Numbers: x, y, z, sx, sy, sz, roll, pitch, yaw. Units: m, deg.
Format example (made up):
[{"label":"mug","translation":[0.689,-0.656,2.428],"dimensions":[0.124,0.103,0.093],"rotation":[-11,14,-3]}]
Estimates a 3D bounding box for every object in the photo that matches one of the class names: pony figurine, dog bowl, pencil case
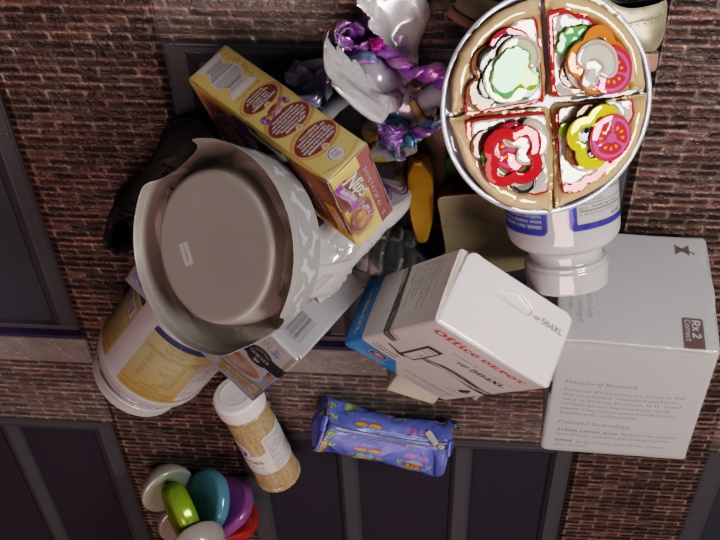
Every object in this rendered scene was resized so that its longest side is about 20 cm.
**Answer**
[{"label":"pony figurine","translation":[0.019,-0.180,1.026],"dimensions":[0.193,0.167,0.200],"rotation":[39,150,-29]},{"label":"dog bowl","translation":[-0.122,-0.024,1.020],"dimensions":[0.200,0.200,0.059],"rotation":[-33,167,35]},{"label":"pencil case","translation":[0.032,0.225,1.491],"dimensions":[0.200,0.078,0.087],"rotation":[12,166,-7]}]

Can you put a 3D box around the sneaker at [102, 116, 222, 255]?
[{"label":"sneaker","translation":[-0.213,-0.083,1.182],"dimensions":[0.076,0.091,0.200],"rotation":[33,130,-15]}]

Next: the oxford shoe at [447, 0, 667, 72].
[{"label":"oxford shoe","translation":[0.181,-0.235,1.004],"dimensions":[0.200,0.071,0.074],"rotation":[9,115,-6]}]

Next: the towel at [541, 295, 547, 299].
[{"label":"towel","translation":[0.255,0.051,1.322],"dimensions":[0.147,0.022,0.200],"rotation":[27,133,-20]}]

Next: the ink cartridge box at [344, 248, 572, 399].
[{"label":"ink cartridge box","translation":[0.097,0.062,1.140],"dimensions":[0.146,0.084,0.200],"rotation":[31,159,-18]}]

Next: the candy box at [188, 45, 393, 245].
[{"label":"candy box","translation":[-0.066,-0.120,1.048],"dimensions":[0.200,0.056,0.117],"rotation":[36,166,29]}]

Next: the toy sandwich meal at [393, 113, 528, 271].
[{"label":"toy sandwich meal","translation":[0.126,-0.082,1.157],"dimensions":[0.205,0.070,0.205],"rotation":[3,137,3]}]

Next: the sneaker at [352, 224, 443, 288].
[{"label":"sneaker","translation":[0.000,0.000,1.270],"dimensions":[0.200,0.075,0.116],"rotation":[18,142,2]}]

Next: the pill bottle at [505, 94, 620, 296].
[{"label":"pill bottle","translation":[0.194,-0.082,1.068],"dimensions":[0.112,0.112,0.200],"rotation":[-4,110,10]}]

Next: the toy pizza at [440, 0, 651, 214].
[{"label":"toy pizza","translation":[0.168,-0.145,0.965],"dimensions":[0.200,0.032,0.201],"rotation":[-4,106,-12]}]

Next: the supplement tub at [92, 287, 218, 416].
[{"label":"supplement tub","translation":[-0.227,0.076,1.315],"dimensions":[0.144,0.145,0.200],"rotation":[26,134,-21]}]

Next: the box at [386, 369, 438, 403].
[{"label":"box","translation":[0.099,0.069,1.317],"dimensions":[0.068,0.082,0.200],"rotation":[18,135,-13]}]

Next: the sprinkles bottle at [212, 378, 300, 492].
[{"label":"sprinkles bottle","translation":[-0.141,0.229,1.524],"dimensions":[0.068,0.068,0.200],"rotation":[-7,136,13]}]

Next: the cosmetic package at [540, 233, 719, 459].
[{"label":"cosmetic package","translation":[0.289,0.083,1.215],"dimensions":[0.165,0.165,0.200],"rotation":[3,137,6]}]

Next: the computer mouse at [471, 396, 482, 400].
[{"label":"computer mouse","translation":[0.158,0.118,1.341],"dimensions":[0.110,0.044,0.200],"rotation":[-34,169,-8]}]

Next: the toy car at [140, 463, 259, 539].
[{"label":"toy car","translation":[-0.226,0.373,1.645],"dimensions":[0.150,0.175,0.200],"rotation":[-28,137,-14]}]

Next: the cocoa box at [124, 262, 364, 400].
[{"label":"cocoa box","translation":[-0.126,0.013,1.185],"dimensions":[0.200,0.133,0.131],"rotation":[44,141,-3]}]

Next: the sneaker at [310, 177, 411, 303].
[{"label":"sneaker","translation":[-0.031,-0.029,1.119],"dimensions":[0.075,0.200,0.100],"rotation":[38,147,35]}]
